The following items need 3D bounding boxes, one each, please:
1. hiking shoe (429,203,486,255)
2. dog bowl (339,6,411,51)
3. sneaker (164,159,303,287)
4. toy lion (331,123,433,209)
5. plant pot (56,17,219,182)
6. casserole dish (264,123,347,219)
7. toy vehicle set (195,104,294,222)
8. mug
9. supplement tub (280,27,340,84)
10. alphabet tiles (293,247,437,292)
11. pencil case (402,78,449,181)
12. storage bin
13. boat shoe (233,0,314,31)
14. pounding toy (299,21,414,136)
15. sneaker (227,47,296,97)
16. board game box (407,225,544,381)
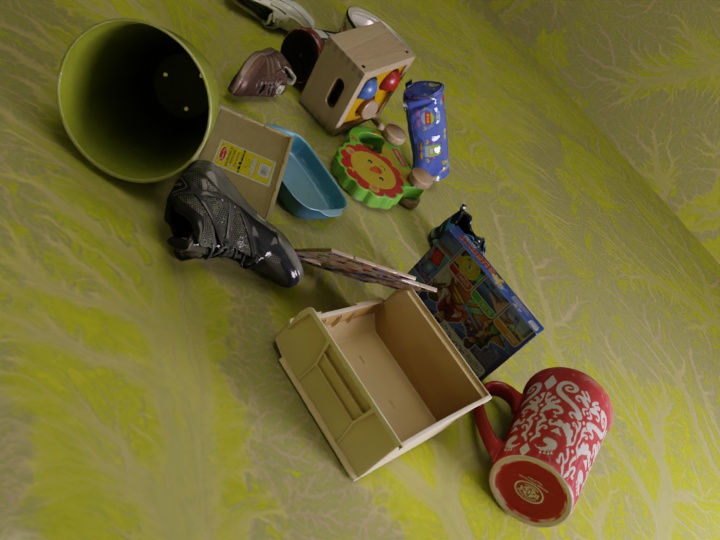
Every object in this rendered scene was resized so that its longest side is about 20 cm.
[{"bbox_3d":[0.185,-0.020,1.146,0.074,0.087,0.201,10,45,-40],"label":"hiking shoe"},{"bbox_3d":[0.030,-0.550,1.608,0.199,0.074,0.201,28,35,-22],"label":"dog bowl"},{"bbox_3d":[-0.162,-0.029,0.812,0.200,0.076,0.115,47,52,-23],"label":"sneaker"},{"bbox_3d":[0.026,-0.193,1.212,0.190,0.069,0.201,2,50,-35],"label":"toy lion"},{"bbox_3d":[-0.262,-0.230,0.863,0.186,0.188,0.200,35,18,-10],"label":"plant pot"},{"bbox_3d":[-0.102,-0.150,1.039,0.121,0.039,0.201,-9,57,-50],"label":"casserole dish"},{"bbox_3d":[-0.171,-0.147,0.931,0.123,0.027,0.201,22,45,-13],"label":"toy vehicle set"},{"bbox_3d":[0.240,0.240,0.904,0.200,0.176,0.135,-38,118,-53],"label":"mug"},{"bbox_3d":[-0.066,-0.434,1.342,0.107,0.107,0.199,50,34,13],"label":"supplement tub"},{"bbox_3d":[0.000,0.000,0.889,0.199,0.167,0.008,18,81,-32],"label":"alphabet tiles"},{"bbox_3d":[0.130,-0.274,1.300,0.086,0.201,0.078,-18,38,-9],"label":"pencil case"},{"bbox_3d":[0.027,0.123,0.809,0.199,0.094,0.199,-10,59,-51],"label":"storage bin"},{"bbox_3d":[-0.190,-0.542,1.388,0.199,0.073,0.067,24,64,-27],"label":"boat shoe"},{"bbox_3d":[0.005,-0.343,1.267,0.142,0.200,0.184,48,48,10],"label":"pounding toy"},{"bbox_3d":[-0.165,-0.344,1.167,0.075,0.070,0.200,37,33,-9],"label":"sneaker"},{"bbox_3d":[0.161,0.053,0.993,0.201,0.135,0.034,53,35,15],"label":"board game box"}]
